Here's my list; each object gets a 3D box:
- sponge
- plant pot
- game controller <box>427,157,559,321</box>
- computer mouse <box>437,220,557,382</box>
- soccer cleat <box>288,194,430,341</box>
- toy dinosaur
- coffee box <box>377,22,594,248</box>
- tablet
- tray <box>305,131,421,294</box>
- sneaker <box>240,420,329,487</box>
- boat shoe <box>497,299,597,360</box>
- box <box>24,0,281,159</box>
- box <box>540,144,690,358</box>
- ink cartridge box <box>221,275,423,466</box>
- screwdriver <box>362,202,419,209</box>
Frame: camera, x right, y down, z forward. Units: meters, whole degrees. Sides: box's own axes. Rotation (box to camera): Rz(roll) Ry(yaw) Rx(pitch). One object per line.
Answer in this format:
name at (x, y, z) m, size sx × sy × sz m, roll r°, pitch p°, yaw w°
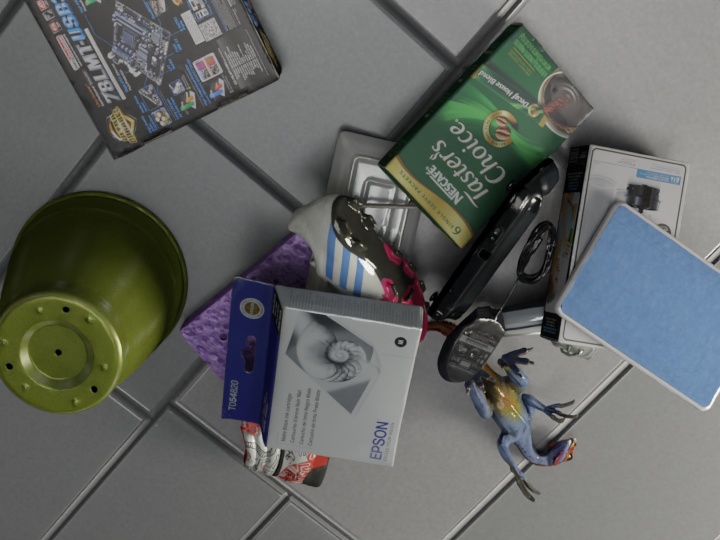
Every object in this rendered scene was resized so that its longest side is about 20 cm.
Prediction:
sponge at (-0.092, 0.044, 1.309) m, size 0.199 × 0.030 × 0.112 m, roll -38°, pitch 107°, yaw 14°
plant pot at (-0.291, 0.045, 1.225) m, size 0.197 × 0.193 × 0.204 m, roll 0°, pitch 111°, yaw 1°
game controller at (0.135, -0.030, 1.214) m, size 0.042 × 0.105 × 0.201 m, roll 35°, pitch 129°, yaw 3°
computer mouse at (0.141, 0.031, 1.242) m, size 0.058 × 0.034 × 0.201 m, roll 25°, pitch 105°, yaw -36°
soccer cleat at (0.000, 0.000, 1.227) m, size 0.085 × 0.070 × 0.201 m, roll -8°, pitch 130°, yaw 36°
toy dinosaur at (0.178, 0.151, 1.337) m, size 0.104 × 0.201 × 0.182 m, roll -32°, pitch 143°, yaw -4°
coffee box at (0.127, -0.135, 1.203) m, size 0.200 × 0.044 × 0.123 m, roll -44°, pitch 106°, yaw 1°
tablet at (0.302, 0.037, 1.192) m, size 0.198 × 0.014 × 0.131 m, roll 33°, pitch 87°, yaw -10°
tray at (0.008, -0.038, 1.257) m, size 0.106 × 0.022 × 0.203 m, roll 10°, pitch 103°, yaw -12°
sneaker at (-0.074, 0.147, 1.329) m, size 0.106 × 0.067 × 0.204 m, roll 12°, pitch 114°, yaw -7°
boat shoe at (0.240, 0.064, 1.282) m, size 0.196 × 0.074 × 0.068 m, roll -6°, pitch 93°, yaw 3°
box at (-0.208, -0.242, 1.188) m, size 0.196 × 0.050 × 0.202 m, roll -24°, pitch 110°, yaw 11°
box at (0.261, -0.019, 1.219) m, size 0.115 × 0.060 × 0.204 m, roll 10°, pitch 91°, yaw -11°
ink cartridge box at (-0.046, 0.109, 1.235) m, size 0.196 × 0.041 × 0.202 m, roll 9°, pitch 126°, yaw 0°
screwdriver at (0.051, -0.062, 1.234) m, size 0.197 × 0.028 × 0.030 m, roll -4°, pitch 80°, yaw -21°
